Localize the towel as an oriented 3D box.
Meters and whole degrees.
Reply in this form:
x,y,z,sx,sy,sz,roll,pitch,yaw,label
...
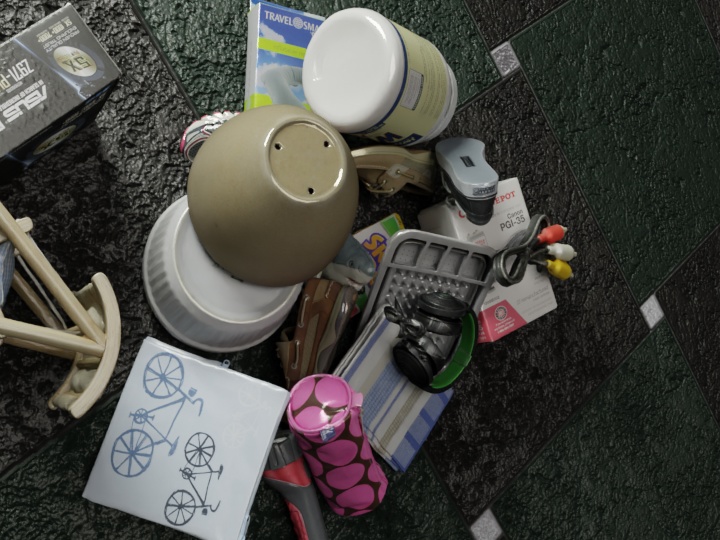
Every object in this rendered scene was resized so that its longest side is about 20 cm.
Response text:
x,y,z,sx,sy,sz,roll,pitch,yaw,label
0.041,0.159,1.037,0.148,0.024,0.201,-53,127,-20,towel

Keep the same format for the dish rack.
x,y,z,sx,sy,sz,roll,pitch,yaw,label
0.081,0.039,1.052,0.168,0.044,0.204,10,113,-24,dish rack

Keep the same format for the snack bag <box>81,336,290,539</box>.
x,y,z,sx,sy,sz,roll,pitch,yaw,label
-0.190,0.191,0.883,0.195,0.021,0.193,16,72,8,snack bag

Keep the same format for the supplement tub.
x,y,z,sx,sy,sz,roll,pitch,yaw,label
0.032,-0.241,1.014,0.198,0.142,0.149,0,83,-58,supplement tub

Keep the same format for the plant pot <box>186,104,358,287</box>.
x,y,z,sx,sy,sz,roll,pitch,yaw,label
-0.080,-0.098,0.854,0.195,0.134,0.206,6,74,-22,plant pot

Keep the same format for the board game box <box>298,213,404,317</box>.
x,y,z,sx,sy,sz,roll,pitch,yaw,label
0.000,0.000,1.069,0.198,0.030,0.097,-29,98,-32,board game box

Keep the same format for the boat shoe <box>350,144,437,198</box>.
x,y,z,sx,sy,sz,roll,pitch,yaw,label
0.037,-0.132,1.068,0.197,0.071,0.067,-3,94,-47,boat shoe

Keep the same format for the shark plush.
x,y,z,sx,sy,sz,roll,pitch,yaw,label
-0.025,-0.054,1.006,0.089,0.084,0.204,12,48,-24,shark plush

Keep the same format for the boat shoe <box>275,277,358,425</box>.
x,y,z,sx,sy,sz,roll,pitch,yaw,label
-0.067,0.096,0.960,0.070,0.076,0.204,24,110,3,boat shoe

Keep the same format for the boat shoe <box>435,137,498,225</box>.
x,y,z,sx,sy,sz,roll,pitch,yaw,label
0.145,-0.122,1.057,0.071,0.200,0.070,-7,119,-7,boat shoe

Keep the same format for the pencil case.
x,y,z,sx,sy,sz,roll,pitch,yaw,label
-0.022,0.215,0.942,0.091,0.203,0.092,-12,45,5,pencil case

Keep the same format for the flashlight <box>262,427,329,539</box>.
x,y,z,sx,sy,sz,roll,pitch,yaw,label
-0.080,0.300,0.968,0.067,0.067,0.205,-18,97,-34,flashlight

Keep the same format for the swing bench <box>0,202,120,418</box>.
x,y,z,sx,sy,sz,roll,pitch,yaw,label
-0.334,0.039,0.774,0.199,0.198,0.132,37,68,-20,swing bench

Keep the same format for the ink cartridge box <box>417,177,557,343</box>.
x,y,z,sx,sy,sz,roll,pitch,yaw,label
0.184,-0.015,1.142,0.144,0.082,0.205,-21,95,-29,ink cartridge box

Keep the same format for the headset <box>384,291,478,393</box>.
x,y,z,sx,sy,sz,roll,pitch,yaw,label
0.095,0.088,0.987,0.199,0.093,0.126,32,84,-46,headset

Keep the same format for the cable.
x,y,z,sx,sy,sz,roll,pitch,yaw,label
0.241,-0.031,1.075,0.198,0.049,0.100,-6,85,-55,cable

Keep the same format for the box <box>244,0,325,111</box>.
x,y,z,sx,sy,sz,roll,pitch,yaw,label
-0.091,-0.257,1.036,0.119,0.047,0.206,6,82,-29,box

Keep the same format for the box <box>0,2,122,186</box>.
x,y,z,sx,sy,sz,roll,pitch,yaw,label
-0.360,-0.159,0.804,0.200,0.163,0.087,-45,105,-27,box

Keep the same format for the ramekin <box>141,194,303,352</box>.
x,y,z,sx,sy,sz,roll,pitch,yaw,label
-0.153,-0.010,0.929,0.197,0.094,0.208,6,76,-23,ramekin

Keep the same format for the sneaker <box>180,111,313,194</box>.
x,y,z,sx,sy,sz,roll,pitch,yaw,label
-0.122,-0.132,0.956,0.195,0.081,0.076,12,50,-11,sneaker
